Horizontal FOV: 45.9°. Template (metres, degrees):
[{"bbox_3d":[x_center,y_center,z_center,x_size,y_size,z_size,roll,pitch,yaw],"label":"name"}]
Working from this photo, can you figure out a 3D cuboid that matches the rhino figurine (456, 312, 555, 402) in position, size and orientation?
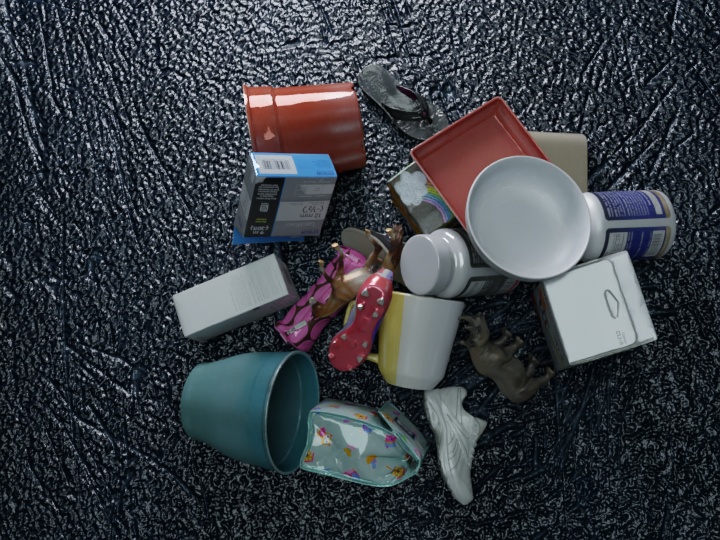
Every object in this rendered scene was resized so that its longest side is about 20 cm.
[{"bbox_3d":[0.233,0.144,1.431,0.200,0.060,0.088,43,84,-16],"label":"rhino figurine"}]

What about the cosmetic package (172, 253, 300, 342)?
[{"bbox_3d":[-0.218,0.051,1.501,0.198,0.113,0.082,-24,79,4],"label":"cosmetic package"}]

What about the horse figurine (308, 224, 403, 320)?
[{"bbox_3d":[0.000,0.000,1.405,0.198,0.134,0.050,-27,43,-19],"label":"horse figurine"}]

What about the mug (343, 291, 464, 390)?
[{"bbox_3d":[0.079,0.116,1.456,0.185,0.148,0.156,8,91,38],"label":"mug"}]

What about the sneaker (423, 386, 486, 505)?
[{"bbox_3d":[0.172,0.289,1.437,0.098,0.078,0.203,-14,81,1],"label":"sneaker"}]

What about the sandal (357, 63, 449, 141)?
[{"bbox_3d":[0.074,-0.306,1.555,0.200,0.048,0.076,38,87,11],"label":"sandal"}]

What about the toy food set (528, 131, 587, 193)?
[{"bbox_3d":[0.323,-0.149,1.504,0.141,0.060,0.204,3,82,-5],"label":"toy food set"}]

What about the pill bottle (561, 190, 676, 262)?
[{"bbox_3d":[0.411,-0.073,1.417,0.197,0.116,0.118,-3,80,-15],"label":"pill bottle"}]

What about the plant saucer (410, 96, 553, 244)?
[{"bbox_3d":[0.209,-0.157,1.395,0.198,0.037,0.201,-33,78,-17],"label":"plant saucer"}]

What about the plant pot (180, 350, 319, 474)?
[{"bbox_3d":[-0.192,0.228,1.438,0.185,0.200,0.204,3,81,23],"label":"plant pot"}]

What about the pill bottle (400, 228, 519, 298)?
[{"bbox_3d":[0.169,-0.013,1.414,0.198,0.113,0.116,-2,77,-38],"label":"pill bottle"}]

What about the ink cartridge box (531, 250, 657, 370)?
[{"bbox_3d":[0.373,0.071,1.384,0.142,0.200,0.148,-17,79,3],"label":"ink cartridge box"}]

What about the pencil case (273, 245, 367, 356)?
[{"bbox_3d":[-0.062,0.049,1.480,0.091,0.094,0.201,40,94,20],"label":"pencil case"}]

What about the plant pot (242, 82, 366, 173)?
[{"bbox_3d":[-0.095,-0.241,1.502,0.192,0.201,0.204,-10,80,-4],"label":"plant pot"}]

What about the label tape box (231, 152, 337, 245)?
[{"bbox_3d":[-0.133,-0.103,1.450,0.141,0.202,0.067,-3,45,-24],"label":"label tape box"}]

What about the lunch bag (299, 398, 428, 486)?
[{"bbox_3d":[0.014,0.283,1.407,0.197,0.170,0.124,9,89,8],"label":"lunch bag"}]

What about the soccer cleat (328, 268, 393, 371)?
[{"bbox_3d":[0.004,0.085,1.392,0.066,0.077,0.202,29,127,7],"label":"soccer cleat"}]

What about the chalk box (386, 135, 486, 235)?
[{"bbox_3d":[0.162,-0.148,1.484,0.199,0.124,0.126,-34,78,-1],"label":"chalk box"}]

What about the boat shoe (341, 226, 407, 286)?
[{"bbox_3d":[0.059,-0.028,1.519,0.198,0.073,0.063,28,42,16],"label":"boat shoe"}]

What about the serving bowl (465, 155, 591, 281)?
[{"bbox_3d":[0.252,-0.072,1.319,0.197,0.066,0.203,3,71,-8],"label":"serving bowl"}]
